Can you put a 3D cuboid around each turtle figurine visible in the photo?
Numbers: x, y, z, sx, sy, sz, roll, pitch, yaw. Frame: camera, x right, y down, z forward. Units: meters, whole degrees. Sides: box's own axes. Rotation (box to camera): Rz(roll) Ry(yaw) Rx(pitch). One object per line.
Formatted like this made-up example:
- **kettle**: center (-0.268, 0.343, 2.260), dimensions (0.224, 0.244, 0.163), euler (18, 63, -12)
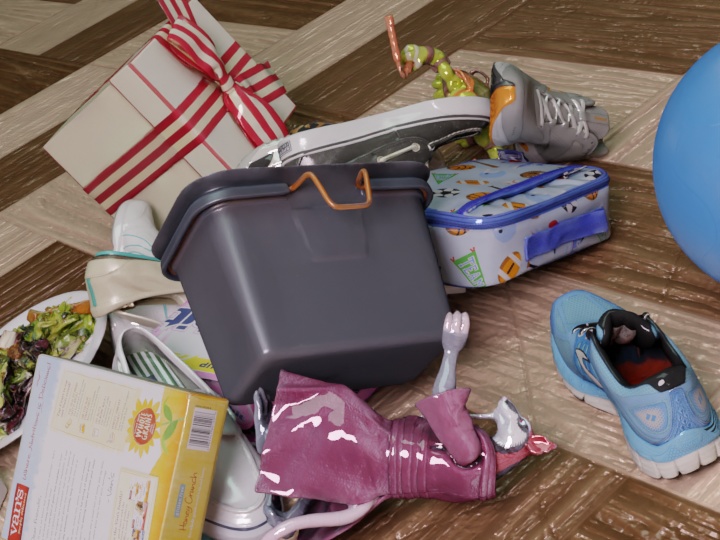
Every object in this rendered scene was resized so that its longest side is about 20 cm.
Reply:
- **turtle figurine**: center (0.096, -0.168, 1.298), dimensions (0.064, 0.200, 0.161), euler (-38, 3, 7)

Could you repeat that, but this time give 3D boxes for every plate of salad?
- **plate of salad**: center (-0.313, 0.086, 1.203), dimensions (0.199, 0.048, 0.200), euler (-25, 34, 18)

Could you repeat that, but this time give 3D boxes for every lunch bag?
- **lunch bag**: center (0.113, -0.045, 1.117), dimensions (0.160, 0.076, 0.200), euler (9, 22, 42)

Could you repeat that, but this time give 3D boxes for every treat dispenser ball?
- **treat dispenser ball**: center (0.309, -0.077, 0.955), dimensions (0.200, 0.201, 0.201), euler (-16, 29, 9)

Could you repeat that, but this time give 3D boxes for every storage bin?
- **storage bin**: center (-0.026, 0.009, 0.956), dimensions (0.199, 0.146, 0.135), euler (-6, 63, -30)

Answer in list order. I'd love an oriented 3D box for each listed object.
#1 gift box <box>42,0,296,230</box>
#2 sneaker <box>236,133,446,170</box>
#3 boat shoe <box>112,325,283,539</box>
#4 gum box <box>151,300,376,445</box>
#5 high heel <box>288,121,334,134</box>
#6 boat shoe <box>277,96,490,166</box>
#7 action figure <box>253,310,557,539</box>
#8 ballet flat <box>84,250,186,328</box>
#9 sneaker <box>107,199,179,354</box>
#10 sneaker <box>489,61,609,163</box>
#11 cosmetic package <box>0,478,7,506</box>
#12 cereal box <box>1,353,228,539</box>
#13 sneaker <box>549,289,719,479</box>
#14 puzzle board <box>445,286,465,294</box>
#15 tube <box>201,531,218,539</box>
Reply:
- **gift box**: center (-0.189, -0.168, 1.401), dimensions (0.186, 0.184, 0.200), euler (-32, 24, 37)
- **sneaker**: center (-0.016, -0.071, 1.221), dimensions (0.199, 0.076, 0.088), euler (-3, 57, -5)
- **boat shoe**: center (-0.129, 0.118, 0.981), dimensions (0.073, 0.067, 0.200), euler (-31, 52, -27)
- **gum box**: center (-0.081, 0.077, 1.082), dimensions (0.199, 0.066, 0.113), euler (6, 37, 39)
- **high heel**: center (-0.059, -0.085, 1.345), dimensions (0.199, 0.072, 0.142), euler (16, 43, 40)
- **boat shoe**: center (0.028, -0.103, 1.179), dimensions (0.199, 0.064, 0.071), euler (-15, -6, -14)
- **action figure**: center (0.027, 0.122, 0.875), dimensions (0.199, 0.134, 0.149), euler (-1, 49, 12)
- **ballet flat**: center (-0.148, 0.023, 1.197), dimensions (0.199, 0.070, 0.069), euler (4, 18, -26)
- **sneaker**: center (-0.199, 0.005, 1.289), dimensions (0.080, 0.071, 0.201), euler (-5, 42, -5)
- **sneaker**: center (0.173, -0.141, 1.207), dimensions (0.092, 0.076, 0.200), euler (1, -4, 21)
- **cosmetic package**: center (-0.340, 0.221, 1.019), dimensions (0.082, 0.051, 0.200), euler (-15, 29, 11)
- **cereal box**: center (-0.180, 0.144, 0.959), dimensions (0.039, 0.145, 0.200), euler (14, -4, -42)
- **sneaker**: center (0.185, 0.054, 0.925), dimensions (0.078, 0.090, 0.200), euler (-24, 28, -7)
- **puzzle board**: center (0.000, 0.000, 1.132), dimensions (0.199, 0.017, 0.151), euler (-5, 17, -22)
- **tube**: center (-0.175, 0.162, 1.023), dimensions (0.077, 0.050, 0.200), euler (-36, 40, -12)
